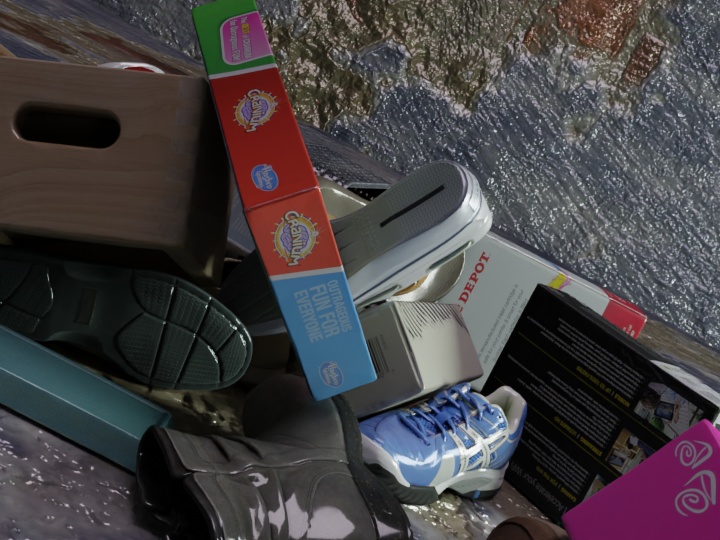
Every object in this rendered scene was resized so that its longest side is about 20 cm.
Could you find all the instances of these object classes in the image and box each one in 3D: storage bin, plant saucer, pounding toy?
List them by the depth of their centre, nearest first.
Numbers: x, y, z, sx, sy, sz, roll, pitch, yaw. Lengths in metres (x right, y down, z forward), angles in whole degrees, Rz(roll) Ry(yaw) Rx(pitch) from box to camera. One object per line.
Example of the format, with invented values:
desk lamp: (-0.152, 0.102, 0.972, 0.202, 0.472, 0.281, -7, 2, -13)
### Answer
plant saucer: (-0.196, 0.053, 0.635, 0.199, 0.019, 0.070, 27, 10, -2)
pounding toy: (-0.187, -0.083, 0.715, 0.198, 0.144, 0.184, 7, -9, 2)
storage bin: (-0.054, -0.049, 1.142, 0.093, 0.136, 0.200, 29, 11, 11)

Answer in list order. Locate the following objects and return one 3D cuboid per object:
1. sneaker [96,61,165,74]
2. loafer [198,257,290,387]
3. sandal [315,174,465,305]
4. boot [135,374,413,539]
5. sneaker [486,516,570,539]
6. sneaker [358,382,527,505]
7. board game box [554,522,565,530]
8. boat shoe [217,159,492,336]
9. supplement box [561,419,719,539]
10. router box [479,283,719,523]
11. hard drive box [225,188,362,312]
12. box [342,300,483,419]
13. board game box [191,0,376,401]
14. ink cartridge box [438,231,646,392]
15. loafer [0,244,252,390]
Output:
sneaker: (-0.221, -0.085, 0.866, 0.100, 0.199, 0.075, 43, -22, 36)
loafer: (-0.108, 0.018, 0.879, 0.076, 0.068, 0.200, 17, 16, -46)
sandal: (0.018, -0.018, 0.854, 0.054, 0.082, 0.199, 17, -7, 44)
boot: (-0.062, 0.101, 0.620, 0.130, 0.068, 0.200, 18, 14, -28)
sneaker: (0.072, 0.173, 0.597, 0.075, 0.071, 0.200, 26, 10, -5)
sneaker: (0.053, 0.115, 0.805, 0.075, 0.078, 0.199, 35, 14, 29)
board game box: (0.196, 0.194, 0.748, 0.199, 0.105, 0.024, 20, 53, -32)
boat shoe: (0.000, 0.000, 0.773, 0.067, 0.199, 0.074, 44, 28, -50)
supplement box: (0.215, 0.184, 0.636, 0.200, 0.103, 0.102, 36, 23, -40)
router box: (0.183, 0.122, 0.900, 0.051, 0.150, 0.200, 17, 16, -42)
hard drive box: (-0.090, -0.029, 0.960, 0.199, 0.077, 0.156, 31, -17, 14)
box: (0.029, 0.068, 0.868, 0.069, 0.082, 0.200, 70, 15, 8)
board game box: (-0.047, -0.047, 0.673, 0.201, 0.040, 0.154, -110, -177, -45)
ink cartridge box: (0.165, 0.058, 1.161, 0.199, 0.147, 0.083, 27, 9, -4)
loafer: (-0.164, 0.022, 0.730, 0.199, 0.072, 0.063, 20, 6, -28)
